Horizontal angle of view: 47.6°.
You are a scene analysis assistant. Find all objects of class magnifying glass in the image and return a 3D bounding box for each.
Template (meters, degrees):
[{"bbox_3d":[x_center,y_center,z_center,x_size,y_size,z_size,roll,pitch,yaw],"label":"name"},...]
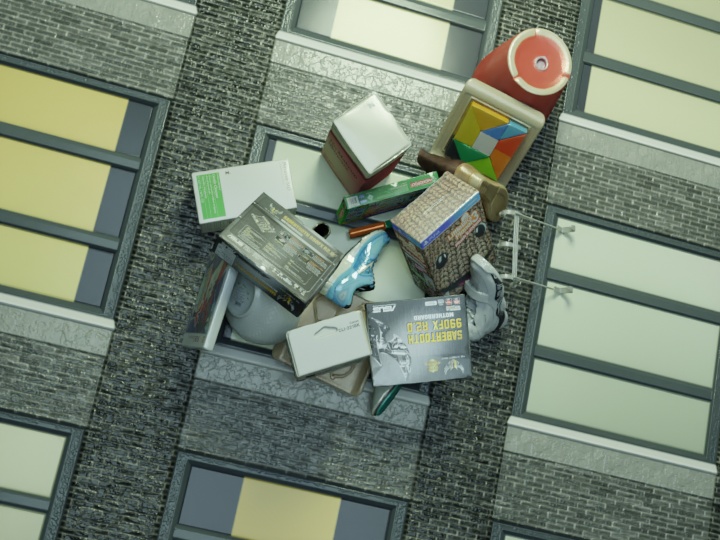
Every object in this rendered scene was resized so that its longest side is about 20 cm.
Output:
[{"bbox_3d":[0.072,-0.100,1.696,0.195,0.080,0.023,-16,86,-1],"label":"magnifying glass"}]

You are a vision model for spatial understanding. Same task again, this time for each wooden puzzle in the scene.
[{"bbox_3d":[-0.057,0.130,1.651,0.197,0.046,0.188,24,78,0],"label":"wooden puzzle"},{"bbox_3d":[0.261,-0.273,1.705,0.182,0.202,0.038,25,35,-4],"label":"wooden puzzle"}]

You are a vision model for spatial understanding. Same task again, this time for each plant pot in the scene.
[{"bbox_3d":[0.349,-0.407,1.728,0.195,0.177,0.206,2,81,-10],"label":"plant pot"}]

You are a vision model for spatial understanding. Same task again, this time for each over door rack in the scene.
[{"bbox_3d":[0.364,-0.035,1.725,0.196,0.066,0.152,10,79,-31],"label":"over door rack"}]

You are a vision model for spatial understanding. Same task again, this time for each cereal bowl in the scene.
[{"bbox_3d":[-0.200,0.041,1.557,0.082,0.197,0.205,6,77,-49],"label":"cereal bowl"}]

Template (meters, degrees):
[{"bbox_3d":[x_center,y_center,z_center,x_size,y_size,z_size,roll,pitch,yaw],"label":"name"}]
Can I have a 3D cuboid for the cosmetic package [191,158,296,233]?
[{"bbox_3d":[-0.233,-0.150,1.642,0.195,0.085,0.110,-12,81,-10],"label":"cosmetic package"}]

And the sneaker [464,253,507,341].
[{"bbox_3d":[0.230,0.068,1.642,0.114,0.202,0.075,-35,43,-15],"label":"sneaker"}]

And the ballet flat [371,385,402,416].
[{"bbox_3d":[0.073,0.204,1.655,0.069,0.069,0.200,43,74,-1],"label":"ballet flat"}]

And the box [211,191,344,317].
[{"bbox_3d":[-0.147,-0.032,1.486,0.198,0.049,0.159,37,44,1],"label":"box"}]

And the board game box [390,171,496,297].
[{"bbox_3d":[0.170,-0.060,1.630,0.159,0.202,0.097,-40,47,-13],"label":"board game box"}]

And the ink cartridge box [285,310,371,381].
[{"bbox_3d":[-0.063,0.144,1.522,0.141,0.200,0.086,-16,81,-7],"label":"ink cartridge box"}]

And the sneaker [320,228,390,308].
[{"bbox_3d":[0.000,0.000,1.651,0.090,0.078,0.200,44,62,-5],"label":"sneaker"}]

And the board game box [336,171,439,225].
[{"bbox_3d":[0.054,-0.146,1.662,0.196,0.135,0.030,-16,82,-11],"label":"board game box"}]

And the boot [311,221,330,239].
[{"bbox_3d":[-0.136,-0.008,1.611,0.067,0.131,0.202,35,78,-3],"label":"boot"}]

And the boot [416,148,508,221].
[{"bbox_3d":[0.217,-0.184,1.713,0.165,0.200,0.073,32,88,33],"label":"boot"}]

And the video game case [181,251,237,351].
[{"bbox_3d":[-0.283,0.052,1.554,0.023,0.181,0.204,21,78,-22],"label":"video game case"}]

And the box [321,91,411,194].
[{"bbox_3d":[0.007,-0.244,1.635,0.108,0.200,0.129,-35,87,-13],"label":"box"}]

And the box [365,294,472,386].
[{"bbox_3d":[0.111,0.135,1.586,0.195,0.048,0.163,-4,87,-3],"label":"box"}]
